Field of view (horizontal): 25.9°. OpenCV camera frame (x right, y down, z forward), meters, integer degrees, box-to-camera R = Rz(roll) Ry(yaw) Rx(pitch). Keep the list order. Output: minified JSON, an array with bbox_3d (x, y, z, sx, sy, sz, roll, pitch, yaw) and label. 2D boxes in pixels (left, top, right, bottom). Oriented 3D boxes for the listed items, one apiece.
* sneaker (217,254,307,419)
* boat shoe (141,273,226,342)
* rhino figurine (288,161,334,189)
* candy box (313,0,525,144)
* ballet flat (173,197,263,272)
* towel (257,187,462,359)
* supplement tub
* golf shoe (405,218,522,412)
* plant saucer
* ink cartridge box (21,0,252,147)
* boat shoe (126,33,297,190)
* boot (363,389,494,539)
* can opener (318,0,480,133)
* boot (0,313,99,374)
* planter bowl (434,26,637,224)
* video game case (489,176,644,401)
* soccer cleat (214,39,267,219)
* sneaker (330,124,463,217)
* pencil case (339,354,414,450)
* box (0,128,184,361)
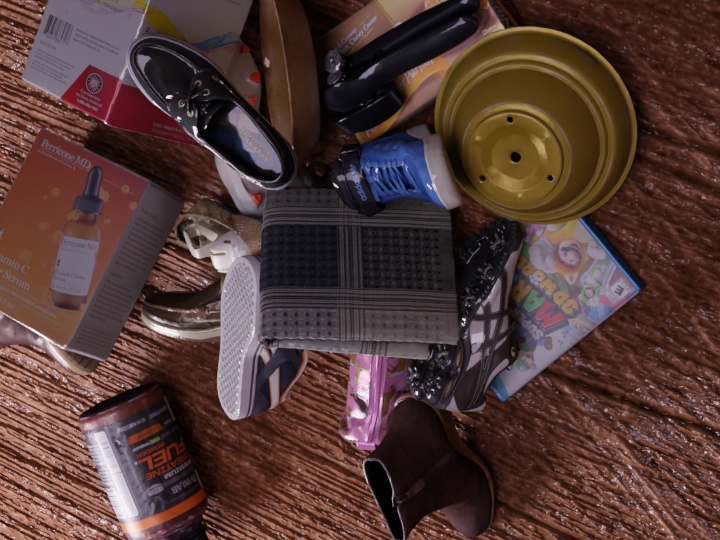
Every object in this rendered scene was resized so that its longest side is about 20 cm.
[{"bbox_3d":[-0.099,0.062,1.619,0.079,0.079,0.201,52,144,40],"label":"sneaker"},{"bbox_3d":[-0.145,0.034,1.714,0.200,0.075,0.076,6,115,13],"label":"boat shoe"},{"bbox_3d":[-0.041,-0.033,1.640,0.060,0.087,0.202,-161,61,-66],"label":"rhino figurine"},{"bbox_3d":[0.055,-0.223,1.544,0.199,0.055,0.116,-31,90,31],"label":"candy box"},{"bbox_3d":[-0.138,-0.025,1.645,0.200,0.065,0.071,21,135,57],"label":"ballet flat"},{"bbox_3d":[0.000,0.000,1.541,0.198,0.194,0.035,1,141,-3],"label":"towel"},{"bbox_3d":[-0.242,0.239,1.806,0.106,0.107,0.202,-19,96,30],"label":"supplement tub"},{"bbox_3d":[0.123,0.048,1.568,0.078,0.094,0.201,35,101,58],"label":"golf shoe"},{"bbox_3d":[-0.069,-0.194,1.564,0.035,0.200,0.202,-7,104,-9],"label":"plant saucer"},{"bbox_3d":[-0.218,-0.252,1.580,0.145,0.144,0.202,28,101,36],"label":"ink cartridge box"},{"bbox_3d":[-0.139,-0.151,1.470,0.200,0.057,0.069,40,97,-2],"label":"boat shoe"},{"bbox_3d":[0.066,0.227,1.596,0.072,0.167,0.201,-7,116,30],"label":"boot"},{"bbox_3d":[0.035,-0.206,1.497,0.199,0.078,0.064,-33,47,33],"label":"can opener"},{"bbox_3d":[-0.405,0.066,1.865,0.201,0.072,0.166,52,133,2],"label":"boot"},{"bbox_3d":[0.154,-0.119,1.466,0.199,0.084,0.202,9,119,17],"label":"planter bowl"},{"bbox_3d":[0.168,0.021,1.580,0.143,0.018,0.200,50,120,5],"label":"video game case"},{"bbox_3d":[-0.134,-0.150,1.658,0.077,0.069,0.202,-15,90,63],"label":"soccer cleat"},{"bbox_3d":[0.030,-0.087,1.497,0.110,0.200,0.077,-20,107,0],"label":"sneaker"},{"bbox_3d":[0.023,0.086,1.626,0.083,0.086,0.202,31,126,42],"label":"pencil case"},{"bbox_3d":[-0.315,-0.027,1.718,0.151,0.106,0.201,25,87,18],"label":"box"}]
